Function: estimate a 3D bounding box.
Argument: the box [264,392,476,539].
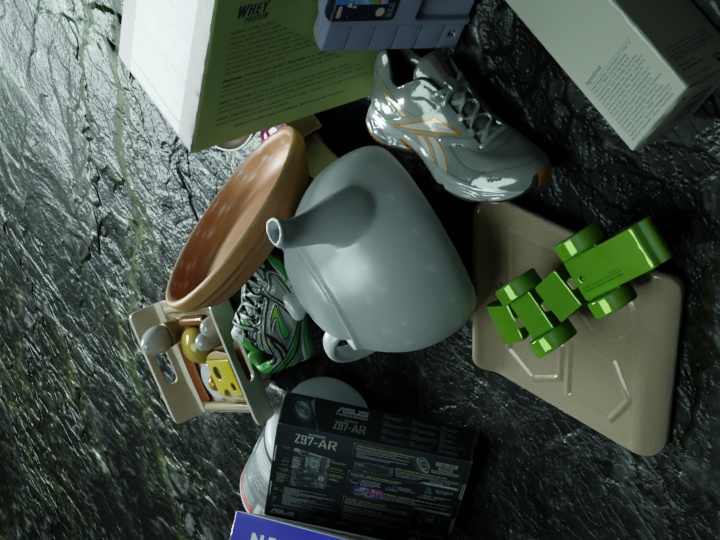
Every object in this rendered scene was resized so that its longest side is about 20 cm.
[{"bbox_3d":[0.007,0.209,1.406,0.199,0.044,0.161,11,134,1],"label":"box"}]

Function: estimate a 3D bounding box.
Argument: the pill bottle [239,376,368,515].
[{"bbox_3d":[-0.061,0.208,1.537,0.114,0.114,0.200,50,145,17],"label":"pill bottle"}]

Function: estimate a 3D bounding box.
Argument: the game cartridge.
[{"bbox_3d":[0.044,-0.245,1.049,0.200,0.129,0.039,113,140,-51],"label":"game cartridge"}]

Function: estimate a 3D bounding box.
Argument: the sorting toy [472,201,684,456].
[{"bbox_3d":[0.182,0.044,1.166,0.199,0.036,0.186,26,133,36],"label":"sorting toy"}]

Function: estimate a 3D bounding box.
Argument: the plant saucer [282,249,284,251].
[{"bbox_3d":[-0.057,-0.009,1.392,0.200,0.027,0.200,52,164,20],"label":"plant saucer"}]

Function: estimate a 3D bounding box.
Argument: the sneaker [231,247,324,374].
[{"bbox_3d":[-0.093,0.040,1.390,0.078,0.085,0.201,46,161,38],"label":"sneaker"}]

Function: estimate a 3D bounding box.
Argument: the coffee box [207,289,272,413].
[{"bbox_3d":[-0.147,0.055,1.570,0.113,0.080,0.200,49,145,21],"label":"coffee box"}]

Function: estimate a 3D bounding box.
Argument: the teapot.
[{"bbox_3d":[0.000,0.000,1.205,0.201,0.146,0.197,59,176,-15],"label":"teapot"}]

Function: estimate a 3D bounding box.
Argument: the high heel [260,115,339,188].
[{"bbox_3d":[-0.035,-0.070,1.349,0.200,0.067,0.096,54,160,0],"label":"high heel"}]

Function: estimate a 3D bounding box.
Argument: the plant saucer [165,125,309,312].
[{"bbox_3d":[-0.109,-0.042,1.269,0.037,0.201,0.200,34,152,-18],"label":"plant saucer"}]

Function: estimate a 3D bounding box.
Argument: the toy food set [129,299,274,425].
[{"bbox_3d":[-0.181,0.105,1.524,0.200,0.060,0.144,-7,108,56],"label":"toy food set"}]

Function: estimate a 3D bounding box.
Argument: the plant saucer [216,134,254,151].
[{"bbox_3d":[-0.143,-0.221,1.388,0.200,0.032,0.201,35,134,46],"label":"plant saucer"}]

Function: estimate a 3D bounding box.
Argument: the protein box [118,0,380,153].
[{"bbox_3d":[-0.080,-0.238,1.145,0.135,0.198,0.201,51,146,27],"label":"protein box"}]

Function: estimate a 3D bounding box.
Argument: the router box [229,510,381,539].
[{"bbox_3d":[-0.011,0.306,1.456,0.199,0.179,0.049,7,80,36],"label":"router box"}]

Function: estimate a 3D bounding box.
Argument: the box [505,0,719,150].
[{"bbox_3d":[0.169,-0.190,0.975,0.200,0.068,0.082,54,146,12],"label":"box"}]

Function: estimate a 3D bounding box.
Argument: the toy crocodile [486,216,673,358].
[{"bbox_3d":[0.169,0.011,1.085,0.068,0.062,0.200,55,138,4],"label":"toy crocodile"}]

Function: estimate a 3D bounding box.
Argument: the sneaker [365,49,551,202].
[{"bbox_3d":[0.075,-0.128,1.137,0.200,0.076,0.092,31,140,36],"label":"sneaker"}]
